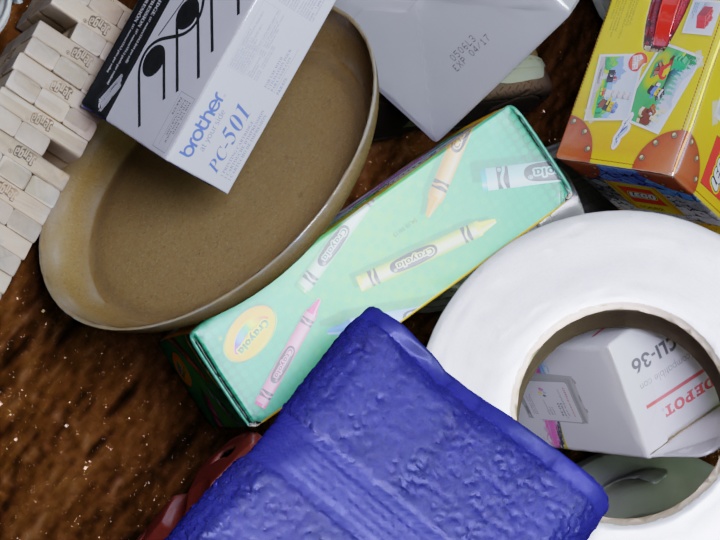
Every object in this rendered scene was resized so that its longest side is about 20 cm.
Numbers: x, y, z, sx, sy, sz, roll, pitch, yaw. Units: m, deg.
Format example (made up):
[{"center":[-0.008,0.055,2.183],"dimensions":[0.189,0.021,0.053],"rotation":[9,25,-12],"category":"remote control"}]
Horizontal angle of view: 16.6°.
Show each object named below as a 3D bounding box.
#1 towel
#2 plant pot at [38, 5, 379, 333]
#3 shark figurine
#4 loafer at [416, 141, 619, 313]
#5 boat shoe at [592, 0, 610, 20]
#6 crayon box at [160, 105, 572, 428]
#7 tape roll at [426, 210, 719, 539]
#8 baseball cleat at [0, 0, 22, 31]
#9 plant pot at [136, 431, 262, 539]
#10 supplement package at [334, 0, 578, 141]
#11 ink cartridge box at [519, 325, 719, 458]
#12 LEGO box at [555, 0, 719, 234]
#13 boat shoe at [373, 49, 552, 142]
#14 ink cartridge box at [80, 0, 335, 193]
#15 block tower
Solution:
[{"center":[-0.001,0.132,1.109],"dimensions":[0.147,0.050,0.200],"rotation":[38,66,8],"category":"towel"},{"center":[-0.070,-0.048,1.210],"dimensions":[0.027,0.199,0.201],"rotation":[46,62,-39],"category":"plant pot"},{"center":[0.129,0.138,1.341],"dimensions":[0.214,0.089,0.129],"rotation":[-34,97,-30],"category":"shark figurine"},{"center":[0.095,-0.034,1.358],"dimensions":[0.199,0.070,0.070],"rotation":[-28,95,-29],"category":"loafer"},{"center":[0.186,-0.119,1.421],"dimensions":[0.060,0.072,0.203],"rotation":[-30,105,-43],"category":"boat shoe"},{"center":[0.000,0.000,1.244],"dimensions":[0.199,0.119,0.058],"rotation":[-35,94,-11],"category":"crayon box"},{"center":[0.126,0.071,1.182],"dimensions":[0.201,0.037,0.204],"rotation":[-1,74,4],"category":"tape roll"},{"center":[-0.253,-0.100,1.161],"dimensions":[0.199,0.106,0.070],"rotation":[-32,102,-27],"category":"baseball cleat"},{"center":[-0.025,0.195,1.196],"dimensions":[0.195,0.201,0.201],"rotation":[39,66,-9],"category":"plant pot"},{"center":[0.063,-0.188,1.295],"dimensions":[0.120,0.121,0.200],"rotation":[41,41,-7],"category":"supplement package"},{"center":[0.144,0.040,1.294],"dimensions":[0.116,0.199,0.068],"rotation":[-31,107,-29],"category":"ink cartridge box"},{"center":[0.198,-0.116,1.308],"dimensions":[0.149,0.077,0.201],"rotation":[34,72,-49],"category":"LEGO box"},{"center":[0.010,-0.114,1.335],"dimensions":[0.199,0.072,0.077],"rotation":[-7,72,-39],"category":"boat shoe"},{"center":[-0.051,-0.146,1.187],"dimensions":[0.044,0.094,0.201],"rotation":[28,92,-38],"category":"ink cartridge box"},{"center":[-0.174,-0.056,1.226],"dimensions":[0.058,0.054,0.201],"rotation":[32,68,-19],"category":"block tower"}]
